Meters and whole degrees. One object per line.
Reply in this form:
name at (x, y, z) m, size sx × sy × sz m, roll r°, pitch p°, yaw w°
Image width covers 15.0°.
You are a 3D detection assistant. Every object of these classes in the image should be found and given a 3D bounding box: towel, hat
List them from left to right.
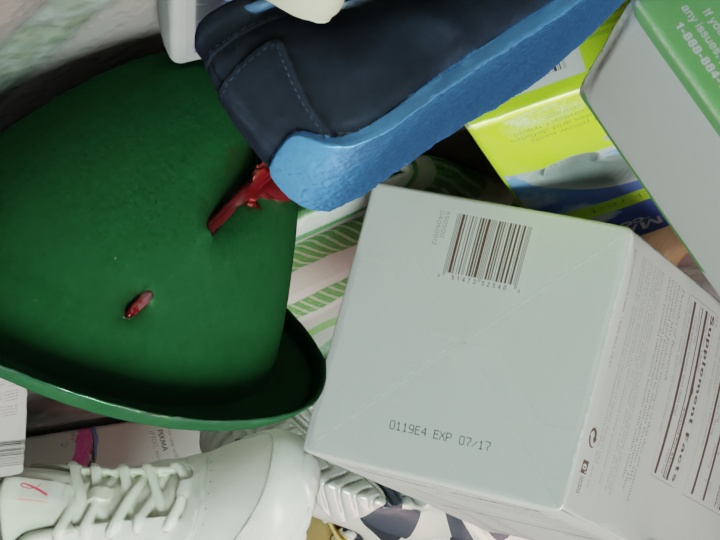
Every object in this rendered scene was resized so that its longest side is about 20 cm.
hat at (-0.050, -0.063, 0.902) m, size 0.200 × 0.166 × 0.176 m, roll -5°, pitch 126°, yaw -55°
towel at (0.000, 0.000, 1.162) m, size 0.152 × 0.023 × 0.200 m, roll -26°, pitch 159°, yaw 20°

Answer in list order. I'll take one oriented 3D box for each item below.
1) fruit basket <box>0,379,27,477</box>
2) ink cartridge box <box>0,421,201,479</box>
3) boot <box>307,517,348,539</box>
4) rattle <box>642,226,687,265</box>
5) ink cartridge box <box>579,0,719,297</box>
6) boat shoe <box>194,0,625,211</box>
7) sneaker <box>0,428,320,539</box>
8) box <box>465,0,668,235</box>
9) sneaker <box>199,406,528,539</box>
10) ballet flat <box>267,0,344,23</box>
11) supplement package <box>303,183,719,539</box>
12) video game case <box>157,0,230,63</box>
fruit basket at (-0.219, 0.055, 1.048) m, size 0.185 × 0.094 × 0.200 m, roll -13°, pitch 152°, yaw -14°
ink cartridge box at (-0.136, 0.125, 1.320) m, size 0.200 × 0.068 × 0.116 m, roll -8°, pitch 159°, yaw -27°
boot at (0.013, 0.103, 1.358) m, size 0.200 × 0.073 × 0.155 m, roll -23°, pitch 164°, yaw -20°
rattle at (0.165, 0.012, 1.280) m, size 0.130 × 0.143 × 0.200 m, roll 38°, pitch 134°, yaw -15°
ink cartridge box at (0.198, -0.064, 0.892) m, size 0.200 × 0.145 × 0.088 m, roll -30°, pitch 168°, yaw -17°
boat shoe at (0.032, -0.090, 0.788) m, size 0.200 × 0.069 × 0.084 m, roll -33°, pitch 167°, yaw -50°
sneaker at (-0.104, 0.114, 1.164) m, size 0.200 × 0.078 × 0.099 m, roll -31°, pitch 126°, yaw 33°
box at (0.111, -0.061, 1.053) m, size 0.122 × 0.048 × 0.200 m, roll -19°, pitch 161°, yaw 10°
sneaker at (0.010, 0.122, 1.261) m, size 0.199 × 0.080 × 0.130 m, roll 7°, pitch 131°, yaw -20°
ballet flat at (0.007, -0.106, 0.726) m, size 0.200 × 0.072 × 0.068 m, roll -13°, pitch 162°, yaw -13°
supplement package at (0.077, 0.050, 1.099) m, size 0.114 × 0.110 × 0.200 m, roll 11°, pitch 171°, yaw 25°
video game case at (0.028, -0.132, 0.823) m, size 0.182 × 0.023 × 0.200 m, roll -15°, pitch 162°, yaw -10°
